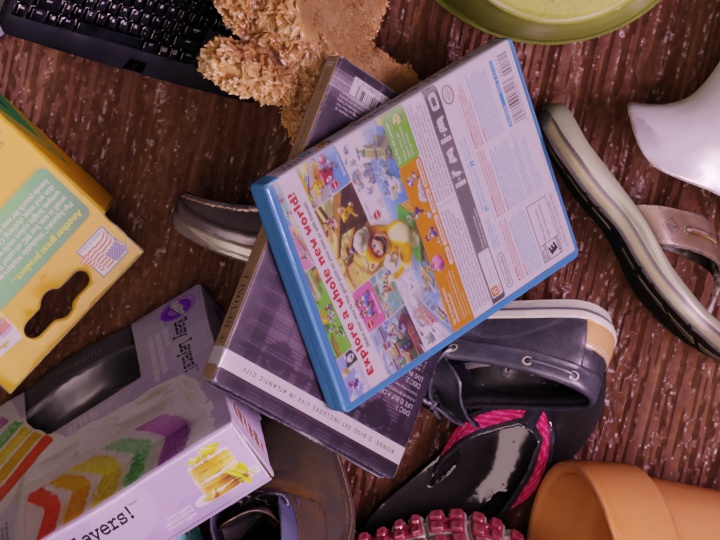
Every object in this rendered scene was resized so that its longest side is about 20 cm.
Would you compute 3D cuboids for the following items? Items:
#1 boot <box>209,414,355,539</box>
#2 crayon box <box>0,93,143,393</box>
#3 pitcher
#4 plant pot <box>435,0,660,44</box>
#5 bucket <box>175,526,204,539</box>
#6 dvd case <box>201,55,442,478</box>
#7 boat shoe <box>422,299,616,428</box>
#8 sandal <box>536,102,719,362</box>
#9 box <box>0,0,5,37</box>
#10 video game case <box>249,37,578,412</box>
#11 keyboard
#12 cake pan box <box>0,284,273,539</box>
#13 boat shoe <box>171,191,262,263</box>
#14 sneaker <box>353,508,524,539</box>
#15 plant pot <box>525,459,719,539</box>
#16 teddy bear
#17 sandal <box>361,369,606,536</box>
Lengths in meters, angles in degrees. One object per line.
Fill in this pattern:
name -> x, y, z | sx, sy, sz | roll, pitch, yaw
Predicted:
boot -> -0.046, 0.142, 1.689 | 0.074, 0.201, 0.097 | -6, 144, 7
crayon box -> -0.241, -0.041, 1.732 | 0.200, 0.052, 0.126 | 43, 100, -6
pitcher -> 0.283, -0.103, 1.678 | 0.171, 0.121, 0.200 | 38, 113, -27
plant pot -> 0.108, -0.214, 1.610 | 0.200, 0.193, 0.201 | 1, 102, 2
bucket -> -0.164, 0.230, 1.712 | 0.207, 0.207, 0.135 | -24, 113, 7
dvd case -> 0.000, 0.000, 1.640 | 0.149, 0.016, 0.201 | 31, 74, -37
boat shoe -> 0.054, 0.059, 1.715 | 0.199, 0.075, 0.062 | -4, 61, 16
sandal -> 0.179, -0.022, 1.711 | 0.057, 0.080, 0.201 | -36, 99, -5
box -> -0.244, -0.246, 1.631 | 0.184, 0.105, 0.200 | 42, 102, 16
video game case -> 0.035, -0.028, 1.645 | 0.200, 0.018, 0.144 | -33, 114, -34
keyboard -> -0.105, -0.156, 1.651 | 0.200, 0.040, 0.104 | 12, 108, -42
cake pan box -> -0.148, 0.107, 1.689 | 0.184, 0.200, 0.052 | -29, 116, 6
boat shoe -> -0.013, -0.032, 1.723 | 0.199, 0.074, 0.074 | 9, 92, -9
sneaker -> 0.022, 0.196, 1.749 | 0.199, 0.081, 0.075 | -2, 129, 21
plant pot -> 0.191, 0.209, 1.711 | 0.139, 0.200, 0.201 | -3, 103, -15
teddy bear -> -0.040, -0.148, 1.653 | 0.067, 0.145, 0.200 | -3, 146, 40
sandal -> 0.079, 0.119, 1.758 | 0.075, 0.045, 0.200 | 41, 101, -5
